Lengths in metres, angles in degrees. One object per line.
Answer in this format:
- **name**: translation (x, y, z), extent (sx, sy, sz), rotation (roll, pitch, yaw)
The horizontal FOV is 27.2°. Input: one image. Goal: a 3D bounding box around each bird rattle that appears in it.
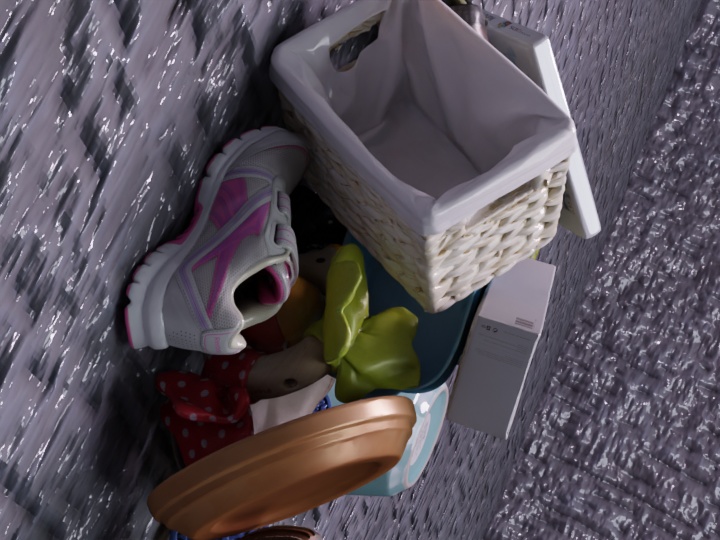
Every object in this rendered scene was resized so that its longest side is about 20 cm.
- **bird rattle**: translation (-0.058, 0.057, 1.086), extent (0.113, 0.199, 0.164), rotation (52, 17, -33)

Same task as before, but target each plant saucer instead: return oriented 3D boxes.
- **plant saucer**: translation (-0.050, 0.143, 1.039), extent (0.200, 0.199, 0.038), rotation (46, 22, -73)

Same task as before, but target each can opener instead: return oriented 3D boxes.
- **can opener**: translation (0.000, 0.000, 1.223), extent (0.200, 0.063, 0.079), rotation (55, 35, -41)

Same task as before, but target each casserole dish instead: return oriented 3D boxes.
- **casserole dish**: translation (0.039, 0.010, 1.127), extent (0.039, 0.120, 0.202), rotation (47, 56, -56)

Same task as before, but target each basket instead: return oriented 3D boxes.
- **basket**: translation (0.043, -0.088, 1.063), extent (0.135, 0.200, 0.124), rotation (-31, 146, -17)

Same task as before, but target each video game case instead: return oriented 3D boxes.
- **video game case**: translation (0.140, -0.143, 1.363), extent (0.024, 0.182, 0.201), rotation (-29, 121, -14)

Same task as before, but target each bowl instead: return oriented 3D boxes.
- **bowl**: translation (0.025, 0.156, 1.573), extent (0.201, 0.104, 0.203), rotation (20, 90, -75)

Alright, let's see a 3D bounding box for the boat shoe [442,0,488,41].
- **boat shoe**: translation (0.068, -0.197, 1.216), extent (0.201, 0.071, 0.067), rotation (-124, -138, -72)

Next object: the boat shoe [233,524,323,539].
- **boat shoe**: translation (-0.113, 0.236, 1.071), extent (0.074, 0.199, 0.076), rotation (6, 65, -56)

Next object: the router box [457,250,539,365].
- **router box**: translation (0.111, -0.008, 1.306), extent (0.200, 0.052, 0.158), rotation (59, 52, -71)

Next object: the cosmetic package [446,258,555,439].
- **cosmetic package**: translation (0.108, 0.051, 1.120), extent (0.200, 0.050, 0.083), rotation (-52, 157, -73)

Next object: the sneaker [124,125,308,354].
- **sneaker**: translation (-0.077, -0.014, 1.018), extent (0.082, 0.088, 0.201), rotation (89, 26, -54)

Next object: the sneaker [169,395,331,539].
- **sneaker**: translation (-0.094, 0.181, 1.250), extent (0.200, 0.070, 0.078), rotation (-49, 176, -33)

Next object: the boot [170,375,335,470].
- **boot**: translation (-0.087, 0.099, 1.166), extent (0.146, 0.070, 0.202), rotation (-14, 96, -48)
